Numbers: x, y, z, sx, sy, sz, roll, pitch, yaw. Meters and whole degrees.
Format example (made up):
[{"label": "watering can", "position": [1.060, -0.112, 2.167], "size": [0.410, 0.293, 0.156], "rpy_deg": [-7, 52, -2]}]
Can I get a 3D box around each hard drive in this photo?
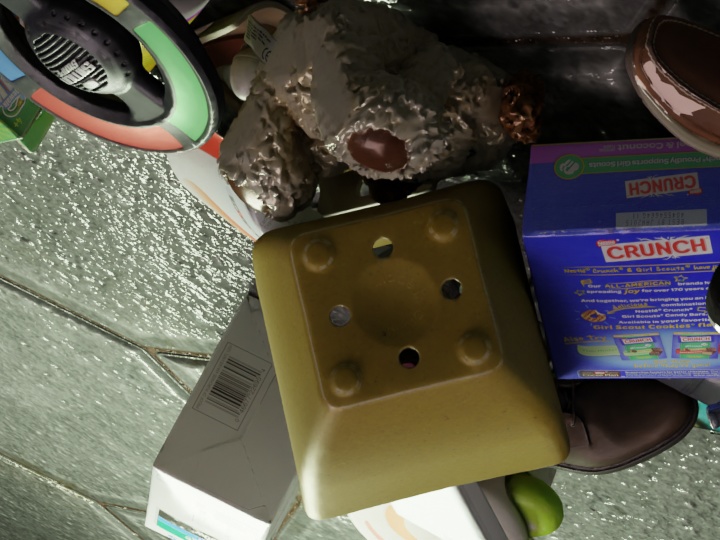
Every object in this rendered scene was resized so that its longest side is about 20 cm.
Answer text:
[{"label": "hard drive", "position": [0.041, 0.151, 1.428], "size": [0.132, 0.026, 0.200], "rpy_deg": [23, 150, 44]}]

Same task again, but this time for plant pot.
[{"label": "plant pot", "position": [0.027, 0.042, 1.171], "size": [0.195, 0.195, 0.200], "rpy_deg": [-14, 165, 2]}]

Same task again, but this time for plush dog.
[{"label": "plush dog", "position": [0.025, -0.111, 1.144], "size": [0.171, 0.161, 0.200], "rpy_deg": [18, 159, -34]}]

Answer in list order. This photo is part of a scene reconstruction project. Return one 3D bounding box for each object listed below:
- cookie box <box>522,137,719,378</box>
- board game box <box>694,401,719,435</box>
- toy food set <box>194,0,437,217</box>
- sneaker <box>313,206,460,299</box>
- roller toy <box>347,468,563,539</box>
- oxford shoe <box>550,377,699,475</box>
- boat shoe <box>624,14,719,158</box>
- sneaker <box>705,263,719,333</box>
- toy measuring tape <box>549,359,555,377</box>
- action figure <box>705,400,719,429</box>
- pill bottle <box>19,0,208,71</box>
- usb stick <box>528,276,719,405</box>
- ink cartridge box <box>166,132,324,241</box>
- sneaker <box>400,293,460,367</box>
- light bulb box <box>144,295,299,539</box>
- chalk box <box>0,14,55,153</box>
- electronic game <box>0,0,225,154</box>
[{"label": "cookie box", "position": [0.204, -0.004, 1.167], "size": [0.170, 0.075, 0.200], "rpy_deg": [-1, 149, 12]}, {"label": "board game box", "position": [0.246, 0.064, 1.368], "size": [0.135, 0.028, 0.200], "rpy_deg": [9, 150, 31]}, {"label": "toy food set", "position": [-0.055, -0.109, 1.277], "size": [0.200, 0.061, 0.143], "rpy_deg": [39, 151, -26]}, {"label": "sneaker", "position": [0.000, 0.000, 1.411], "size": [0.200, 0.081, 0.074], "rpy_deg": [1, 145, 41]}, {"label": "roller toy", "position": [0.082, 0.183, 1.619], "size": [0.200, 0.140, 0.183], "rpy_deg": [31, 144, -6]}, {"label": "oxford shoe", "position": [0.159, 0.114, 1.351], "size": [0.199, 0.073, 0.084], "rpy_deg": [-10, 152, 16]}, {"label": "boat shoe", "position": [0.246, -0.097, 1.016], "size": [0.200, 0.076, 0.072], "rpy_deg": [24, 153, -19]}, {"label": "sneaker", "position": [0.277, 0.034, 1.072], "size": [0.076, 0.200, 0.116], "rpy_deg": [50, 139, 33]}, {"label": "toy measuring tape", "position": [0.175, 0.103, 1.446], "size": [0.073, 0.074, 0.200], "rpy_deg": [24, 160, 3]}, {"label": "action figure", "position": [0.344, 0.101, 1.164], "size": [0.199, 0.105, 0.193], "rpy_deg": [-16, -179, 27]}, {"label": "pill bottle", "position": [-0.170, -0.183, 1.191], "size": [0.104, 0.104, 0.200], "rpy_deg": [32, 154, -13]}, {"label": "usb stick", "position": [0.214, 0.056, 1.310], "size": [0.200, 0.033, 0.055], "rpy_deg": [27, 155, 0]}, {"label": "ink cartridge box", "position": [-0.114, -0.075, 1.331], "size": [0.200, 0.050, 0.162], "rpy_deg": [35, 178, -32]}, {"label": "sneaker", "position": [0.050, 0.052, 1.453], "size": [0.199, 0.096, 0.079], "rpy_deg": [3, 172, 23]}, {"label": "light bulb box", "position": [-0.107, 0.164, 1.690], "size": [0.125, 0.199, 0.200], "rpy_deg": [26, 154, 3]}, {"label": "chalk box", "position": [-0.292, -0.171, 1.307], "size": [0.124, 0.125, 0.200], "rpy_deg": [-3, 144, 46]}, {"label": "electronic game", "position": [-0.175, -0.142, 1.104], "size": [0.199, 0.042, 0.200], "rpy_deg": [22, 154, 12]}]
